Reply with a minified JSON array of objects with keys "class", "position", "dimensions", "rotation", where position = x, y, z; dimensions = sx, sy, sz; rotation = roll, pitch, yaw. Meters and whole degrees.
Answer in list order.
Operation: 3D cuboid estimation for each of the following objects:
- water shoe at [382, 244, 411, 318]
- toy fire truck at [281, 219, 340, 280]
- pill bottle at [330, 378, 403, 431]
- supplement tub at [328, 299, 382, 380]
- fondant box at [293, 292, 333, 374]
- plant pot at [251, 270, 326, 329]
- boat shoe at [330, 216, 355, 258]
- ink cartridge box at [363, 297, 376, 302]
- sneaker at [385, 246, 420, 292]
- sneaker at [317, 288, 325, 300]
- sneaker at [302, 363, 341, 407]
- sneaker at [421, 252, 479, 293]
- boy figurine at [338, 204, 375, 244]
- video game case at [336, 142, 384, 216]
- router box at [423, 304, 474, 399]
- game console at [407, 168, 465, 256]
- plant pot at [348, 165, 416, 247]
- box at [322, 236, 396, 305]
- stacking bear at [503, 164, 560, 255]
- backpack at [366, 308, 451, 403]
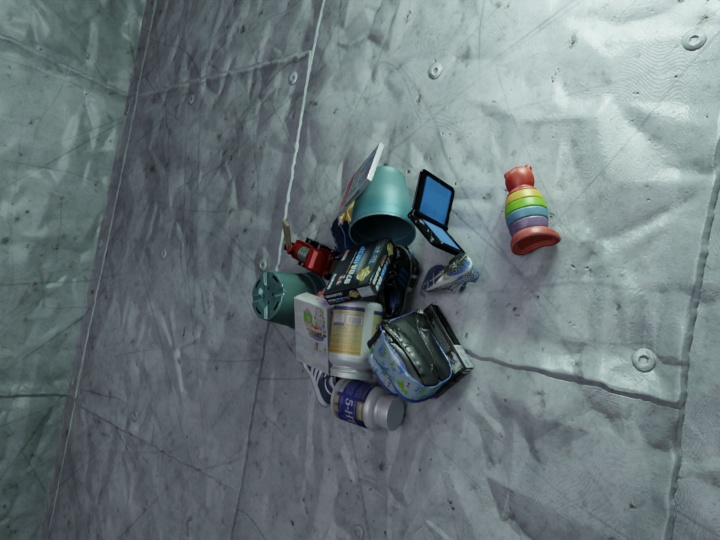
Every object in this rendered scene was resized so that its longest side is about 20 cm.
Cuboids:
[{"class":"water shoe","position":[0.100,0.028,1.468],"dimensions":[0.069,0.079,0.209],"rotation":[1,86,20]},{"class":"toy fire truck","position":[-0.177,-0.067,1.697],"dimensions":[0.173,0.197,0.133],"rotation":[26,97,38]},{"class":"pill bottle","position":[0.020,0.383,1.505],"dimensions":[0.195,0.118,0.125],"rotation":[6,84,38]},{"class":"supplement tub","position":[-0.015,0.189,1.450],"dimensions":[0.141,0.142,0.208],"rotation":[0,80,37]},{"class":"fondant box","position":[-0.129,0.185,1.572],"dimensions":[0.141,0.057,0.208],"rotation":[15,113,39]},{"class":"plant pot","position":[-0.236,0.093,1.716],"dimensions":[0.195,0.193,0.209],"rotation":[-8,77,36]},{"class":"boat shoe","position":[-0.046,-0.078,1.686],"dimensions":[0.069,0.082,0.204],"rotation":[-45,41,30]},{"class":"ink cartridge box","position":[-0.015,0.145,1.601],"dimensions":[0.142,0.083,0.206],"rotation":[-32,64,28]},{"class":"sneaker","position":[0.092,-0.031,1.560],"dimensions":[0.197,0.073,0.115],"rotation":[31,96,23]},{"class":"sneaker","position":[-0.038,0.073,1.550],"dimensions":[0.197,0.073,0.090],"rotation":[-27,77,35]},{"class":"sneaker","position":[-0.112,0.308,1.654],"dimensions":[0.108,0.069,0.205],"rotation":[-39,65,29]},{"class":"sneaker","position":[0.241,0.029,1.428],"dimensions":[0.198,0.084,0.079],"rotation":[-26,33,55]},{"class":"boy figurine","position":[-0.017,-0.174,1.669],"dimensions":[0.120,0.065,0.205],"rotation":[-18,65,-3]},{"class":"video game case","position":[-0.002,-0.261,1.535],"dimensions":[0.199,0.017,0.146],"rotation":[-41,26,53]},{"class":"router box","position":[0.197,0.220,1.440],"dimensions":[0.149,0.050,0.204],"rotation":[-43,58,25]},{"class":"game console","position":[0.221,-0.144,1.398],"dimensions":[0.117,0.197,0.177],"rotation":[-49,56,19]},{"class":"plant pot","position":[0.065,-0.188,1.545],"dimensions":[0.195,0.198,0.194],"rotation":[-17,57,33]},{"class":"box","position":[0.000,0.000,1.440],"dimensions":[0.155,0.047,0.203],"rotation":[-13,34,32]},{"class":"stacking bear","position":[0.409,-0.162,1.318],"dimensions":[0.119,0.112,0.208],"rotation":[-19,65,33]},{"class":"backpack","position":[0.126,0.232,1.351],"dimensions":[0.202,0.179,0.149],"rotation":[54,133,25]}]
